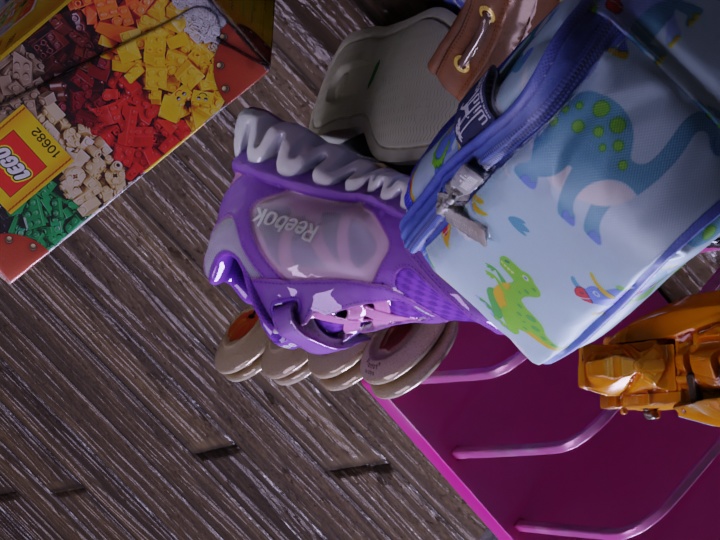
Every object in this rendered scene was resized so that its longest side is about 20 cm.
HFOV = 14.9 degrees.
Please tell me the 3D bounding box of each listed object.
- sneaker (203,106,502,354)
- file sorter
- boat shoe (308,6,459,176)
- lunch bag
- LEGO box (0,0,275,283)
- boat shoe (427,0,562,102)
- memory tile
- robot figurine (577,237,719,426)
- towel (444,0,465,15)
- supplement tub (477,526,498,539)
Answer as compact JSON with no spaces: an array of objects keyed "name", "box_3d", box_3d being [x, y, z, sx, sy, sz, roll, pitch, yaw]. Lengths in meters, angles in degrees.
[{"name":"sneaker","box_3d":[0.000,0.000,1.166,0.080,0.089,0.200,33,175,-40]},{"name":"file sorter","box_3d":[0.132,0.069,1.224,0.200,0.139,0.125,49,157,-16]},{"name":"boat shoe","box_3d":[0.036,-0.070,1.202,0.067,0.072,0.200,26,177,-16]},{"name":"lunch bag","box_3d":[0.103,-0.068,0.831,0.082,0.200,0.161,43,161,1]},{"name":"LEGO box","box_3d":[-0.115,-0.100,1.214,0.077,0.149,0.200,48,-166,-17]},{"name":"boat shoe","box_3d":[0.067,-0.130,0.928,0.067,0.072,0.201,23,128,12]},{"name":"memory tile","box_3d":[0.013,-0.008,1.273,0.017,0.154,0.200,44,161,-22]},{"name":"robot figurine","box_3d":[0.162,-0.007,0.923,0.199,0.146,0.058,-10,169,44]},{"name":"towel","box_3d":[0.081,-0.085,1.096,0.145,0.024,0.200,50,177,-12]},{"name":"supplement tub","box_3d":[0.145,0.211,1.517,0.200,0.123,0.123,39,161,9]}]
